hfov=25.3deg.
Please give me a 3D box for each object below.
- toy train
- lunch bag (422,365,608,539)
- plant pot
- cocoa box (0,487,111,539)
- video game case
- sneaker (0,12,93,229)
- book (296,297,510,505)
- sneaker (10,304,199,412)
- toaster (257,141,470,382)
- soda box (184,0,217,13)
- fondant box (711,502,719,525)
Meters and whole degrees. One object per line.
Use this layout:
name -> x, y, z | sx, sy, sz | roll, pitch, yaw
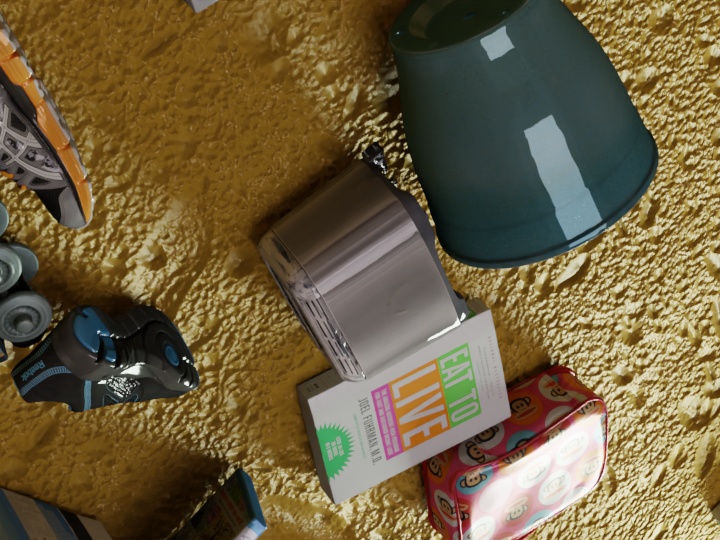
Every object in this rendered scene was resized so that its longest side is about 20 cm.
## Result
toy train -> -0.302, -0.004, 1.157 | 0.113, 0.086, 0.201 | -25, 137, -2
lunch bag -> 0.162, 0.208, 1.647 | 0.199, 0.082, 0.177 | -26, 133, -20
plant pot -> 0.116, -0.137, 1.298 | 0.199, 0.200, 0.189 | -35, 121, -10
cocoa box -> -0.296, 0.308, 1.341 | 0.131, 0.133, 0.201 | 30, 100, -44
video game case -> -0.163, 0.271, 1.417 | 0.018, 0.143, 0.200 | 43, 91, -14
sneaker -> -0.251, -0.104, 1.128 | 0.077, 0.078, 0.201 | -31, 127, -5
book -> 0.041, 0.121, 1.527 | 0.199, 0.048, 0.135 | -26, 129, -17
sneaker -> -0.200, 0.073, 1.279 | 0.082, 0.074, 0.200 | -33, 159, 16
toaster -> 0.000, 0.000, 1.356 | 0.129, 0.114, 0.201 | -35, 137, -8
soda box -> -0.060, -0.270, 1.147 | 0.199, 0.068, 0.064 | -33, 136, -12
fondant box -> 0.536, 0.311, 2.016 | 0.144, 0.058, 0.200 | -44, 137, -2
